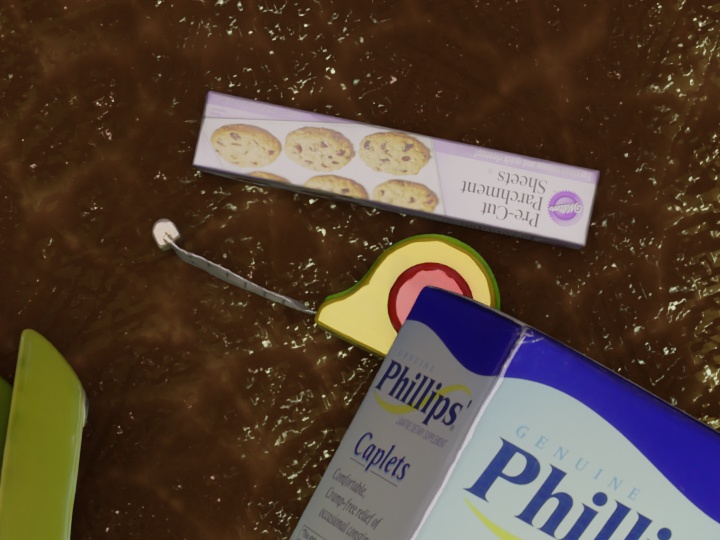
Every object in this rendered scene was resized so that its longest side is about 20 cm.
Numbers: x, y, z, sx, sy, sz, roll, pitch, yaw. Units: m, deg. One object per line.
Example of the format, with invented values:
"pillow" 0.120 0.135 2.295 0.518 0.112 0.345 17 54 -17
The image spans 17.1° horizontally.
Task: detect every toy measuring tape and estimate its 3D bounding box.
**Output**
"toy measuring tape" 0.000 0.000 1.168 0.200 0.074 0.074 26 87 2

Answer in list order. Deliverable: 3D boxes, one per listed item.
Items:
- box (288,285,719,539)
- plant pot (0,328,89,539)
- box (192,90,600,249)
"box" 0.076 0.139 1.108 0.184 0.105 0.200 29 87 -24
"plant pot" -0.222 0.134 1.076 0.181 0.199 0.200 6 54 -7
"box" 0.017 -0.049 1.185 0.200 0.039 0.042 12 88 1
